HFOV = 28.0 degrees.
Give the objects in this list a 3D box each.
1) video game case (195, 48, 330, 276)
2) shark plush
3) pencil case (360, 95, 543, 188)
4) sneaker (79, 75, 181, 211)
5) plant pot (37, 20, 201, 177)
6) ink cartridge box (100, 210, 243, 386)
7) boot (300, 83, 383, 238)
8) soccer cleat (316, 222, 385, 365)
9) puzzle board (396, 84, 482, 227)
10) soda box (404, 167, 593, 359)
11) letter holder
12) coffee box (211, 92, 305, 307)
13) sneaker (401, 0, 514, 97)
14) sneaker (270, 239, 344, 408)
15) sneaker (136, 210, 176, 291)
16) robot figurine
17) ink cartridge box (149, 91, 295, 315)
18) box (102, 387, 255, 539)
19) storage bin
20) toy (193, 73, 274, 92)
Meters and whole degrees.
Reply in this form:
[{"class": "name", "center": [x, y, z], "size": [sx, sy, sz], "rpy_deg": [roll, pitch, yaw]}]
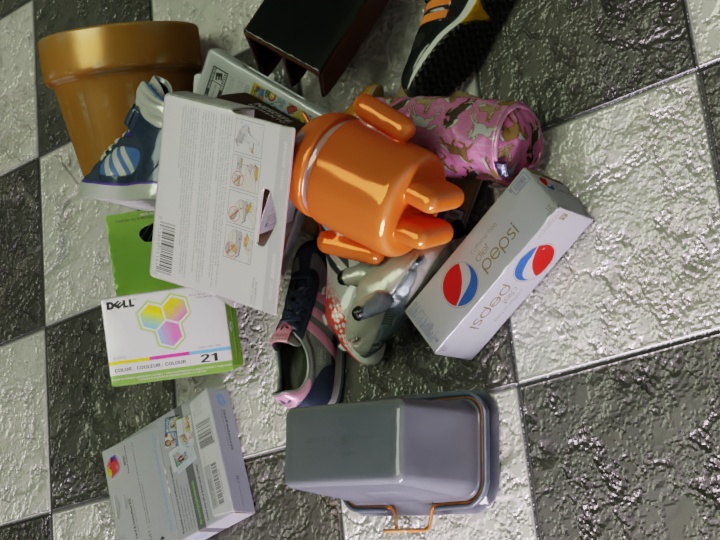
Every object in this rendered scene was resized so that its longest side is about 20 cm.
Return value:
[{"class": "video game case", "center": [-0.128, -0.121, 1.629], "size": [0.181, 0.023, 0.201], "rpy_deg": [32, 115, 23]}, {"class": "shark plush", "center": [0.061, 0.006, 1.503], "size": [0.200, 0.083, 0.091], "rpy_deg": [-40, 29, -5]}, {"class": "pencil case", "center": [0.088, -0.134, 1.490], "size": [0.199, 0.083, 0.087], "rpy_deg": [9, 76, 40]}, {"class": "sneaker", "center": [-0.249, -0.148, 1.659], "size": [0.199, 0.080, 0.148], "rpy_deg": [4, 84, 53]}, {"class": "plant pot", "center": [-0.290, -0.202, 1.796], "size": [0.199, 0.200, 0.185], "rpy_deg": [-5, 93, 40]}, {"class": "ink cartridge box", "center": [-0.226, 0.025, 1.679], "size": [0.147, 0.076, 0.202], "rpy_deg": [-8, 89, 4]}, {"class": "boot", "center": [-0.070, -0.149, 1.632], "size": [0.144, 0.071, 0.202], "rpy_deg": [33, 111, 17]}, {"class": "soccer cleat", "center": [0.000, 0.000, 1.551], "size": [0.085, 0.068, 0.201], "rpy_deg": [-23, 72, 47]}, {"class": "puzzle board", "center": [0.071, -0.100, 1.561], "size": [0.150, 0.017, 0.201], "rpy_deg": [25, 97, 40]}, {"class": "soda box", "center": [0.137, -0.004, 1.446], "size": [0.200, 0.068, 0.064], "rpy_deg": [-51, 53, 21]}, {"class": "letter holder", "center": [-0.029, -0.297, 1.621], "size": [0.100, 0.142, 0.201], "rpy_deg": [30, 79, 11]}, {"class": "coffee box", "center": [-0.132, -0.078, 1.578], "size": [0.114, 0.080, 0.201], "rpy_deg": [30, 114, 23]}, {"class": "sneaker", "center": [0.097, -0.276, 1.543], "size": [0.090, 0.070, 0.201], "rpy_deg": [40, 99, 43]}, {"class": "sneaker", "center": [-0.062, 0.058, 1.596], "size": [0.070, 0.082, 0.202], "rpy_deg": [-15, 70, 38]}, {"class": "sneaker", "center": [-0.250, -0.015, 1.769], "size": [0.079, 0.075, 0.202], "rpy_deg": [5, 77, 4]}, {"class": "robot figurine", "center": [0.004, -0.086, 1.453], "size": [0.199, 0.144, 0.117], "rpy_deg": [28, 62, 28]}, {"class": "ink cartridge box", "center": [-0.136, -0.072, 1.506], "size": [0.175, 0.045, 0.201], "rpy_deg": [17, 109, 30]}, {"class": "box", "center": [-0.221, 0.251, 1.719], "size": [0.199, 0.041, 0.157], "rpy_deg": [-32, 61, 31]}, {"class": "storage bin", "center": [0.021, 0.191, 1.460], "size": [0.199, 0.134, 0.147], "rpy_deg": [-9, 74, 40]}, {"class": "toy", "center": [-0.147, -0.133, 1.733], "size": [0.114, 0.047, 0.202], "rpy_deg": [3, 89, 27]}]
